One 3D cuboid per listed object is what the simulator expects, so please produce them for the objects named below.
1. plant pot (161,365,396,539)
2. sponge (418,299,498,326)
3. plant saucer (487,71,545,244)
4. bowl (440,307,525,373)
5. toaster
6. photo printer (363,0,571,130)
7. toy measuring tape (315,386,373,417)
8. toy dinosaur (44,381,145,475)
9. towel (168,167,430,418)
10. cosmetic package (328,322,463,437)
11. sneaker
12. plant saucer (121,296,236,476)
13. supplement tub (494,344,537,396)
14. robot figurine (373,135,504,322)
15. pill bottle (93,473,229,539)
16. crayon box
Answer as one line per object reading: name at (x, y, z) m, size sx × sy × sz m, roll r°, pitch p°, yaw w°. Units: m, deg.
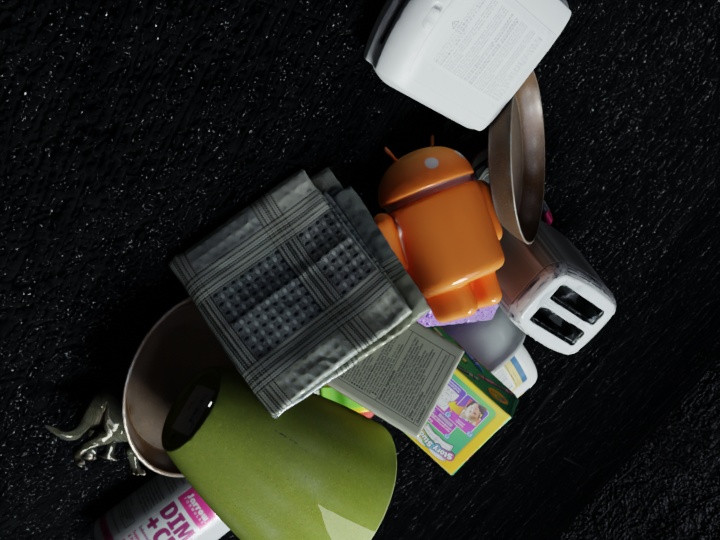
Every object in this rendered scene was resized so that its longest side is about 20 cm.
plant pot at (-0.096, 0.187, 0.871) m, size 0.187 × 0.188 × 0.199 m, roll -46°, pitch 117°, yaw 9°
sponge at (0.076, 0.023, 1.044) m, size 0.199 × 0.111 × 0.030 m, roll 1°, pitch 124°, yaw -51°
plant saucer at (0.178, -0.132, 0.978) m, size 0.200 × 0.034 × 0.204 m, roll 1°, pitch 90°, yaw -68°
bowl at (0.119, 0.078, 1.173) m, size 0.199 × 0.201 × 0.091 m, roll -31°, pitch 107°, yaw -17°
toaster at (0.226, 0.015, 1.064) m, size 0.199 × 0.130 × 0.114 m, roll 30°, pitch 109°, yaw -38°
photo printer at (0.100, -0.233, 0.821) m, size 0.199 × 0.070 × 0.167 m, roll 11°, pitch 122°, yaw -53°
toy measuring tape at (-0.030, 0.166, 1.115) m, size 0.198 × 0.074 × 0.074 m, roll -7°, pitch 136°, yaw -40°
toy dinosaur at (-0.261, 0.159, 0.921) m, size 0.199 × 0.076 × 0.104 m, roll 28°, pitch 81°, yaw -48°
towel at (-0.057, 0.012, 0.842) m, size 0.199 × 0.194 × 0.035 m, roll -33°, pitch 167°, yaw -14°
cosmetic package at (-0.003, 0.079, 0.897) m, size 0.106 × 0.198 × 0.071 m, roll -58°, pitch 174°, yaw -8°
sneaker at (0.185, -0.097, 1.088) m, size 0.199 × 0.075 × 0.081 m, roll 10°, pitch 123°, yaw -52°
plant saucer at (-0.173, 0.116, 0.909) m, size 0.199 × 0.034 × 0.204 m, roll -20°, pitch 118°, yaw -44°
supplement tub at (0.158, 0.173, 1.329) m, size 0.199 × 0.145 × 0.145 m, roll -37°, pitch 149°, yaw -8°
robot figurine at (0.086, -0.047, 0.942) m, size 0.142 × 0.203 × 0.117 m, roll -20°, pitch 179°, yaw 5°
pill bottle at (-0.227, 0.306, 1.091) m, size 0.199 × 0.114 × 0.114 m, roll -37°, pitch 149°, yaw -9°
crayon box at (0.083, 0.142, 1.070) m, size 0.119 × 0.200 × 0.058 m, roll -49°, pitch 177°, yaw 26°
